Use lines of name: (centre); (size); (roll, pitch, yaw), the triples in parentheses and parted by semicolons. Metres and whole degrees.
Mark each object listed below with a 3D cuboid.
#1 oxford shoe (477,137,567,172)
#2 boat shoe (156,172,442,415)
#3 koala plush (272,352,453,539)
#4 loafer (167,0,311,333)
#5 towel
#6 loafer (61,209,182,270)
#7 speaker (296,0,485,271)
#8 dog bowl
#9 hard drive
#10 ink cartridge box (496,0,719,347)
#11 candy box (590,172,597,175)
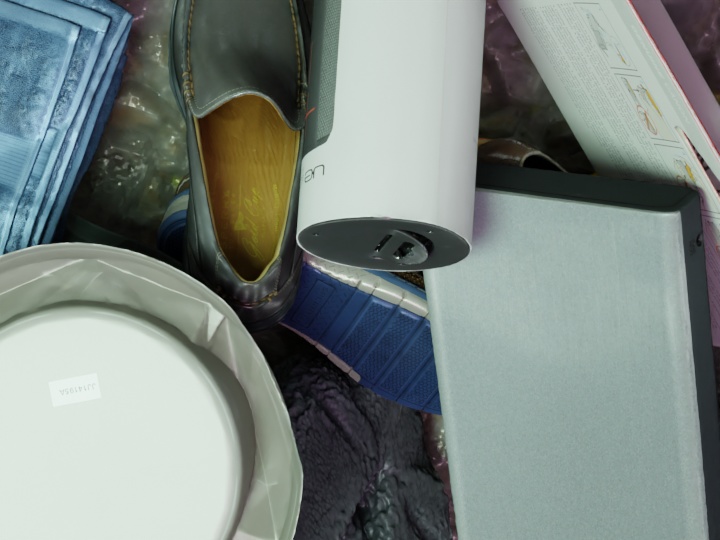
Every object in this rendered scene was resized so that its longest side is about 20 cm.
oxford shoe: (0.114, 0.017, 1.304); (0.200, 0.073, 0.071); (46, 67, -21)
boat shoe: (0.000, 0.000, 1.329); (0.199, 0.073, 0.072); (30, 136, -13)
koala plush: (-0.071, 0.140, 1.379); (0.199, 0.184, 0.178); (-16, 130, 31)
loafer: (-0.050, -0.075, 1.251); (0.072, 0.072, 0.201); (-3, 80, -10)
towel: (-0.188, -0.047, 1.273); (0.111, 0.049, 0.201); (21, 92, 15)
loafer: (-0.121, 0.017, 1.312); (0.200, 0.063, 0.072); (36, 86, 13)
speaker: (0.017, -0.103, 1.214); (0.081, 0.081, 0.201); (5, 74, -3)
dog bowl: (-0.122, 0.087, 1.210); (0.199, 0.059, 0.201); (0, 93, 2)
hard drive: (0.100, 0.053, 1.250); (0.139, 0.033, 0.201); (8, 118, 34)
ink cartridge box: (0.153, -0.052, 1.233); (0.045, 0.176, 0.201); (-34, 102, -11)
candy box: (0.118, 0.049, 1.388); (0.102, 0.026, 0.201); (-20, 116, 6)
